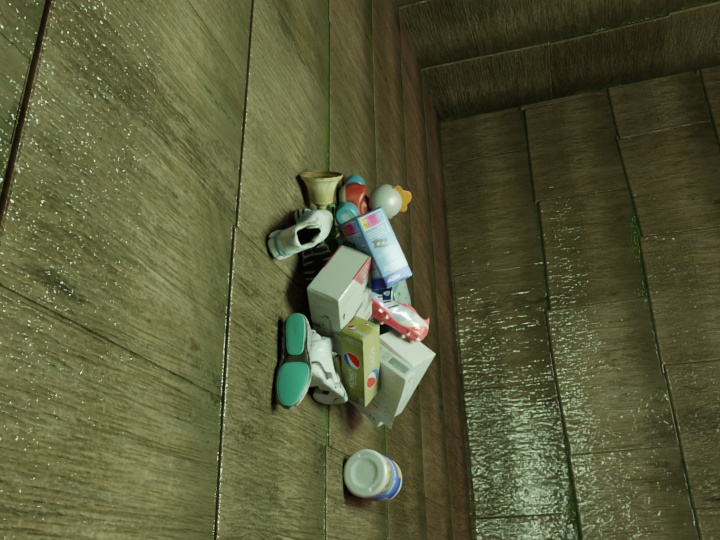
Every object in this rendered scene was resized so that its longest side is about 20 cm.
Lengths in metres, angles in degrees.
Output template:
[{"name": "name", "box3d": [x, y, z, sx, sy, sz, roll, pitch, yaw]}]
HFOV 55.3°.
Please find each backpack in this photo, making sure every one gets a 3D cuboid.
[{"name": "backpack", "box3d": [0.075, 0.076, 2.033, 0.167, 0.126, 0.201, -26, 104, -70]}]

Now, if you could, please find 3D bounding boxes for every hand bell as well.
[{"name": "hand bell", "box3d": [-0.094, -0.134, 1.663, 0.104, 0.104, 0.201, -55, 147, -68]}]

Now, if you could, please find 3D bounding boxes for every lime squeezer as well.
[{"name": "lime squeezer", "box3d": [-0.071, -0.074, 1.630, 0.071, 0.038, 0.201, -56, 154, -61]}]

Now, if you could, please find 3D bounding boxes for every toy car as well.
[{"name": "toy car", "box3d": [0.050, -0.173, 1.936, 0.185, 0.199, 0.178, -76, 153, -52]}]

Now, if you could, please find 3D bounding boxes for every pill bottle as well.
[{"name": "pill bottle", "box3d": [0.040, 0.513, 1.702, 0.200, 0.111, 0.113, 49, 35, -61]}]

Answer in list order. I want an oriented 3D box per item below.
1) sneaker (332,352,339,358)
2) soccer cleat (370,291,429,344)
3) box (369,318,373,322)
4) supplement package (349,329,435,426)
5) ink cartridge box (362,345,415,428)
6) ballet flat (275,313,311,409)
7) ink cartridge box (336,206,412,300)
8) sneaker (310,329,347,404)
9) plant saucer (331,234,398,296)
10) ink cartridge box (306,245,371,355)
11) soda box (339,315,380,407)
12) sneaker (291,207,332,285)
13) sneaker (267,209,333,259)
[{"name": "sneaker", "box3d": [-0.018, 0.167, 1.676, 0.200, 0.114, 0.073, -11, 94, -73]}, {"name": "soccer cleat", "box3d": [0.082, 0.100, 1.665, 0.200, 0.067, 0.077, 36, 59, -13]}, {"name": "box", "box3d": [0.000, 0.176, 1.862, 0.160, 0.043, 0.201, -37, 118, -73]}, {"name": "supplement package", "box3d": [0.073, 0.262, 1.713, 0.121, 0.120, 0.201, -13, 136, -56]}, {"name": "ink cartridge box", "box3d": [0.041, 0.263, 1.631, 0.050, 0.162, 0.201, -39, 152, -36]}, {"name": "ballet flat", "box3d": [-0.128, 0.187, 1.368, 0.072, 0.072, 0.201, 58, 29, -55]}, {"name": "ink cartridge box", "box3d": [0.036, -0.032, 1.555, 0.201, 0.076, 0.136, 64, -21, -6]}, {"name": "sneaker", "box3d": [-0.077, 0.214, 1.507, 0.200, 0.075, 0.115, 56, 32, -52]}, {"name": "plant saucer", "box3d": [0.000, 0.000, 1.677, 0.027, 0.199, 0.201, -37, 118, -61]}, {"name": "ink cartridge box", "box3d": [-0.041, 0.069, 1.531, 0.147, 0.082, 0.201, -54, 155, -34]}, {"name": "soda box", "box3d": [0.001, 0.204, 1.532, 0.068, 0.064, 0.201, -42, 142, -42]}, {"name": "sneaker", "box3d": [-0.096, -0.055, 1.593, 0.116, 0.075, 0.201, -62, 141, -71]}, {"name": "sneaker", "box3d": [-0.102, -0.080, 1.444, 0.200, 0.086, 0.075, -41, 112, -50]}]
